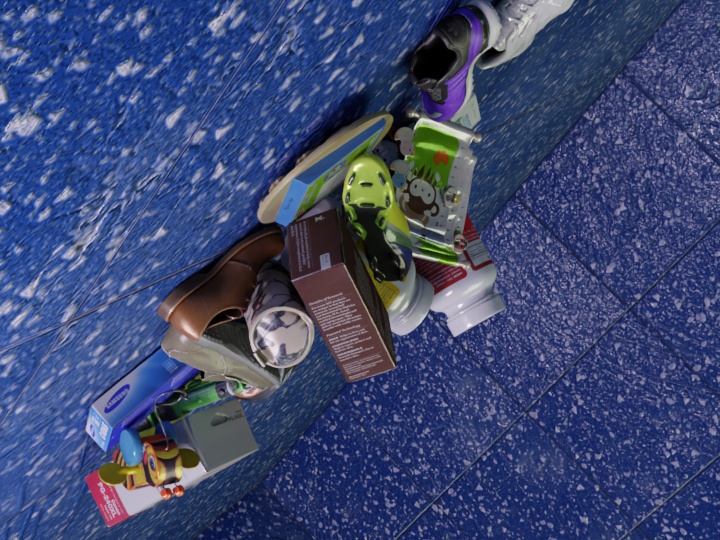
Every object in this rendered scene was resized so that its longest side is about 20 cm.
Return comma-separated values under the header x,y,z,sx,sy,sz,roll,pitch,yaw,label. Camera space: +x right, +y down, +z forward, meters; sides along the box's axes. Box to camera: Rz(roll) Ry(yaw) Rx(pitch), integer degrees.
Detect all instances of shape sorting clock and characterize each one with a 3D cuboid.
x,y,z,sx,sy,sz,roll,pitch,yaw,label
-0.043,-0.123,1.339,0.200,0.039,0.200,-42,175,-4,shape sorting clock

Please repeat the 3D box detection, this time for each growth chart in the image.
x,y,z,sx,sy,sz,roll,pitch,yaw,label
0.098,-0.108,1.507,0.143,0.203,0.018,5,-177,-31,growth chart

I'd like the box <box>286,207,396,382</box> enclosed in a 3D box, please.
x,y,z,sx,sy,sz,roll,pitch,yaw,label
-0.022,0.034,1.390,0.074,0.101,0.201,-17,133,8,box

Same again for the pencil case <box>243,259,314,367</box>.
x,y,z,sx,sy,sz,roll,pitch,yaw,label
-0.113,0.053,1.421,0.090,0.078,0.200,-47,-158,5,pencil case

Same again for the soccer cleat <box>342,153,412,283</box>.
x,y,z,sx,sy,sz,roll,pitch,yaw,label
0.022,-0.073,1.395,0.202,0.064,0.084,73,19,-44,soccer cleat

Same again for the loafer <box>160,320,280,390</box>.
x,y,z,sx,sy,sz,roll,pitch,yaw,label
-0.180,0.105,1.460,0.069,0.076,0.199,-36,137,18,loafer

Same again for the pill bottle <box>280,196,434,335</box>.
x,y,z,sx,sy,sz,roll,pitch,yaw,label
0.000,0.000,1.513,0.112,0.199,0.113,-40,-151,28,pill bottle

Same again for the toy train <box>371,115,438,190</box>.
x,y,z,sx,sy,sz,roll,pitch,yaw,label
0.050,-0.142,1.588,0.113,0.086,0.200,-34,169,-11,toy train

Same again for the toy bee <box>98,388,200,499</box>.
x,y,z,sx,sy,sz,roll,pitch,yaw,label
-0.265,0.245,1.434,0.129,0.110,0.201,-15,158,-15,toy bee

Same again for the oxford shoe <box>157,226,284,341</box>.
x,y,z,sx,sy,sz,roll,pitch,yaw,label
-0.152,0.019,1.373,0.200,0.071,0.072,-42,170,-34,oxford shoe

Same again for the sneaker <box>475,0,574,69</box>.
x,y,z,sx,sy,sz,roll,pitch,yaw,label
0.214,-0.334,1.481,0.099,0.075,0.201,-40,170,-41,sneaker

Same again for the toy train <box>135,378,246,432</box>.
x,y,z,sx,sy,sz,roll,pitch,yaw,label
-0.242,0.179,1.549,0.198,0.042,0.056,-22,-171,22,toy train

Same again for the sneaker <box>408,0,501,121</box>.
x,y,z,sx,sy,sz,roll,pitch,yaw,label
0.093,-0.243,1.381,0.099,0.070,0.201,-33,163,-27,sneaker

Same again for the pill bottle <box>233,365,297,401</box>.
x,y,z,sx,sy,sz,roll,pitch,yaw,label
-0.154,0.133,1.703,0.106,0.106,0.200,-47,180,10,pill bottle

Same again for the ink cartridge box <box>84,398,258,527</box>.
x,y,z,sx,sy,sz,roll,pitch,yaw,label
-0.264,0.270,1.606,0.199,0.084,0.145,-30,172,25,ink cartridge box

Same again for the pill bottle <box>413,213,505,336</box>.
x,y,z,sx,sy,sz,roll,pitch,yaw,label
0.122,-0.016,1.605,0.111,0.202,0.112,-27,174,-3,pill bottle

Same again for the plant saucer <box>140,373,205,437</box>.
x,y,z,sx,sy,sz,roll,pitch,yaw,label
-0.285,0.199,1.705,0.200,0.031,0.200,-45,171,-9,plant saucer

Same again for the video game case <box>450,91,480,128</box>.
x,y,z,sx,sy,sz,roll,pitch,yaw,label
0.121,-0.204,1.829,0.182,0.024,0.200,-46,172,4,video game case

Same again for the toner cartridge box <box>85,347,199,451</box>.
x,y,z,sx,sy,sz,roll,pitch,yaw,label
-0.268,0.145,1.488,0.200,0.043,0.095,-41,170,-31,toner cartridge box
